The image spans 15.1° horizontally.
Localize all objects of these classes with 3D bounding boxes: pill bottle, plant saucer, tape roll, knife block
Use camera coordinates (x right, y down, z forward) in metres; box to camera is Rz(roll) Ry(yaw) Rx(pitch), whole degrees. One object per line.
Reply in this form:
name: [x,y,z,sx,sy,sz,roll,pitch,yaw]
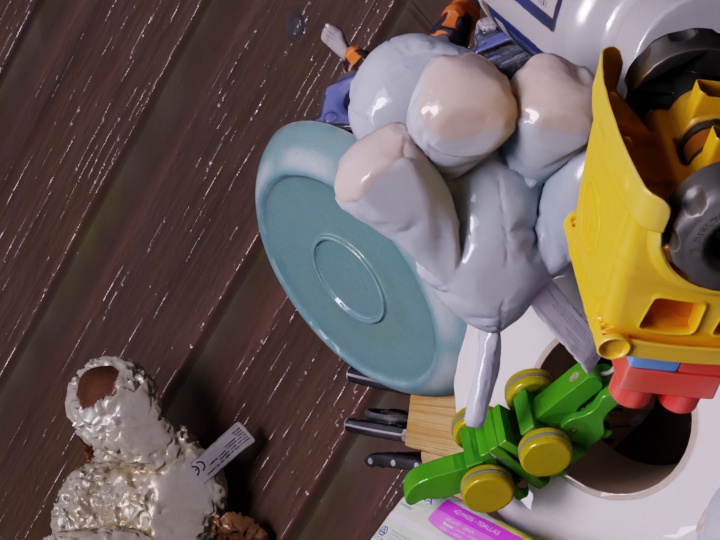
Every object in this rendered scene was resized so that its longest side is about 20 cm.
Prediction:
pill bottle: [0.148,-0.150,1.535,0.200,0.111,0.111,50,125,58]
plant saucer: [0.000,0.000,1.677,0.200,0.027,0.200,38,149,28]
tape roll: [0.157,0.073,1.574,0.202,0.071,0.203,7,104,27]
knife block: [0.076,0.072,1.737,0.200,0.064,0.176,-48,56,35]

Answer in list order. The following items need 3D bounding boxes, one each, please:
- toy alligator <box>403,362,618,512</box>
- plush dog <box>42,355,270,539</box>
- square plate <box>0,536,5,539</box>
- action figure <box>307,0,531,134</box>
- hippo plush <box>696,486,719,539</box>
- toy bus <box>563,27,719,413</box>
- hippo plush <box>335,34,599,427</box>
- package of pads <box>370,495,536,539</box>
toy alligator: [0.113,0.087,1.535,0.200,0.054,0.059,-35,39,22]
plush dog: [-0.166,0.174,1.966,0.172,0.160,0.200,-14,62,64]
square plate: [-0.227,0.271,1.990,0.028,0.200,0.198,-37,57,1]
action figure: [0.068,-0.117,1.709,0.200,0.105,0.194,-16,41,6]
hippo plush: [0.270,0.133,1.419,0.161,0.159,0.200,-52,27,-20]
toy bus: [0.202,-0.007,1.387,0.136,0.200,0.192,-102,20,-49]
hippo plush: [0.074,-0.059,1.505,0.159,0.200,0.161,-28,29,7]
package of pads: [0.113,0.220,1.604,0.154,0.200,0.068,24,71,46]
